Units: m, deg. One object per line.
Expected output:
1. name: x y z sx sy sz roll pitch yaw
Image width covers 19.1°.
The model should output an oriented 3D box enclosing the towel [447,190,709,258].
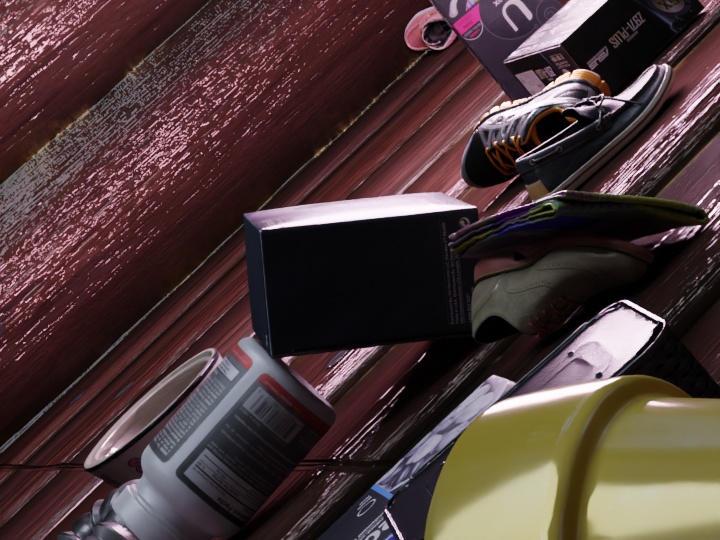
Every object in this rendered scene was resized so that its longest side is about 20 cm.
1. towel: 0.174 -0.032 1.730 0.200 0.143 0.023 159 113 -64

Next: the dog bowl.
1. dog bowl: -0.214 0.180 2.406 0.200 0.074 0.200 -40 10 8

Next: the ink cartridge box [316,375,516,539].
1. ink cartridge box: 0.059 0.160 1.492 0.198 0.043 0.200 -42 10 -8

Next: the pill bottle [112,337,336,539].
1. pill bottle: -0.126 0.169 1.942 0.200 0.116 0.116 -48 9 0

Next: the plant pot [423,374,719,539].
1. plant pot: 0.155 0.132 0.832 0.189 0.201 0.201 -15 23 33

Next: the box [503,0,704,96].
1. box: 0.276 -0.269 2.455 0.164 0.086 0.200 -43 10 -12

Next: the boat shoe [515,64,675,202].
1. boat shoe: 0.235 -0.146 2.133 0.200 0.062 0.075 -41 7 -10

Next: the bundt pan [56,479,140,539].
1. bundt pan: -0.251 0.279 2.091 0.202 0.076 0.202 -39 9 7

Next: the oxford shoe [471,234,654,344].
1. oxford shoe: 0.161 0.020 1.719 0.200 0.070 0.075 -19 54 56

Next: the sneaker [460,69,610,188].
1. sneaker: 0.180 -0.144 2.314 0.200 0.078 0.077 -36 20 36

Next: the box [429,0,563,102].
1. box: 0.186 -0.304 2.630 0.122 0.200 0.106 -40 9 5

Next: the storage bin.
1. storage bin: 0.121 0.121 1.263 0.200 0.094 0.135 -40 9 -1

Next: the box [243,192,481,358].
1. box: 0.000 0.000 1.950 0.198 0.123 0.200 -7 6 -7

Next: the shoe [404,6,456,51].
1. shoe: 0.129 -0.434 3.860 0.200 0.072 0.091 -23 14 50
